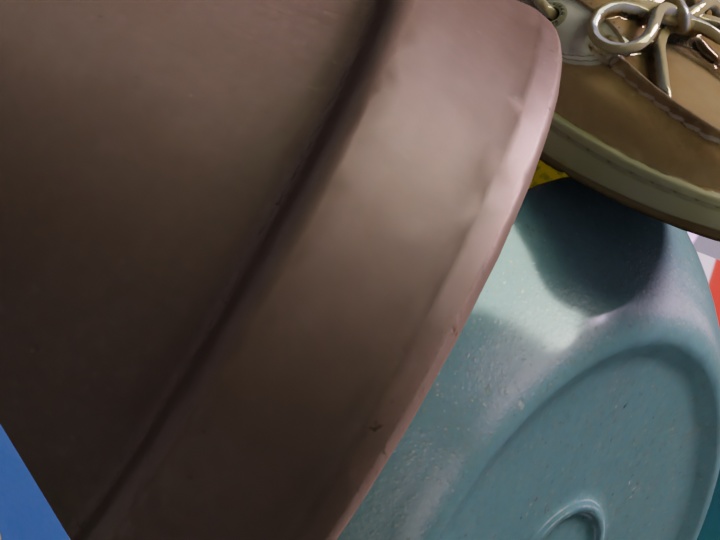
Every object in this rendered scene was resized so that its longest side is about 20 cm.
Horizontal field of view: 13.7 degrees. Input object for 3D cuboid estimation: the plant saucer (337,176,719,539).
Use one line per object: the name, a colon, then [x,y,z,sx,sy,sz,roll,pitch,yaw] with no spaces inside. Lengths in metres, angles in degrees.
plant saucer: [0.040,0.072,0.797,0.036,0.201,0.200,32,2,32]

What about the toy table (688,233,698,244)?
toy table: [0.000,0.000,0.879,0.117,0.184,0.200,48,51,-8]

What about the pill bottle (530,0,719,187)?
pill bottle: [0.032,-0.055,0.998,0.109,0.200,0.109,50,17,-22]

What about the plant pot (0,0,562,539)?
plant pot: [-0.079,-0.015,0.676,0.174,0.201,0.200,31,21,-9]

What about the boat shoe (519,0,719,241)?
boat shoe: [0.054,-0.077,0.798,0.073,0.063,0.201,13,26,-42]

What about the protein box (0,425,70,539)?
protein box: [-0.158,0.031,0.407,0.201,0.135,0.198,58,17,4]

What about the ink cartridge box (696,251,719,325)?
ink cartridge box: [0.098,0.016,1.051,0.057,0.199,0.163,61,15,-7]

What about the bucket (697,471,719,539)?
bucket: [0.127,0.146,0.907,0.135,0.207,0.207,49,17,-14]
